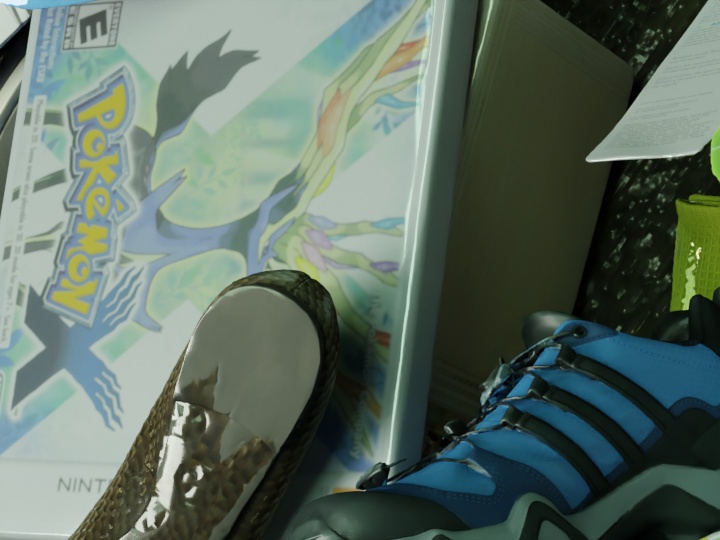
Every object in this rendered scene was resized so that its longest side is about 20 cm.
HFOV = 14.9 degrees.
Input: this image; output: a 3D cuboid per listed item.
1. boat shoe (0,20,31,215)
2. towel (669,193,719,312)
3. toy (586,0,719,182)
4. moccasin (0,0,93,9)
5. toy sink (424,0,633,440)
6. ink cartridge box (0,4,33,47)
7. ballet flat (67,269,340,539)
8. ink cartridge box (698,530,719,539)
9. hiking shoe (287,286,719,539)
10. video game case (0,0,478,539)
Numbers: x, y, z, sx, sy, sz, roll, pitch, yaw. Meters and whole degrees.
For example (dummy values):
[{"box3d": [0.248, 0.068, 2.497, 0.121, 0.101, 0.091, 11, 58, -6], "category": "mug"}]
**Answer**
[{"box3d": [-0.154, -0.053, 1.132, 0.063, 0.073, 0.201, 38, 102, 32], "category": "boat shoe"}, {"box3d": [0.178, 0.025, 0.897, 0.199, 0.018, 0.087, 8, 92, 46], "category": "towel"}, {"box3d": [0.163, -0.073, 0.903, 0.115, 0.200, 0.047, -6, 114, 32], "category": "toy"}, {"box3d": [-0.040, -0.142, 0.960, 0.199, 0.069, 0.081, -14, 23, -9], "category": "moccasin"}, {"box3d": [0.000, 0.000, 0.993, 0.130, 0.112, 0.201, 9, 80, 35], "category": "toy sink"}, {"box3d": [-0.138, -0.161, 1.105, 0.200, 0.083, 0.147, -42, 15, 15], "category": "ink cartridge box"}, {"box3d": [-0.063, 0.085, 0.892, 0.067, 0.046, 0.201, 30, 107, 6], "category": "ballet flat"}, {"box3d": [0.079, 0.147, 0.902, 0.199, 0.104, 0.060, -26, 62, 24], "category": "ink cartridge box"}, {"box3d": [0.053, 0.060, 0.877, 0.074, 0.199, 0.087, -35, 68, 48], "category": "hiking shoe"}, {"box3d": [-0.052, -0.003, 0.945, 0.181, 0.022, 0.201, 0, 75, 33], "category": "video game case"}]
